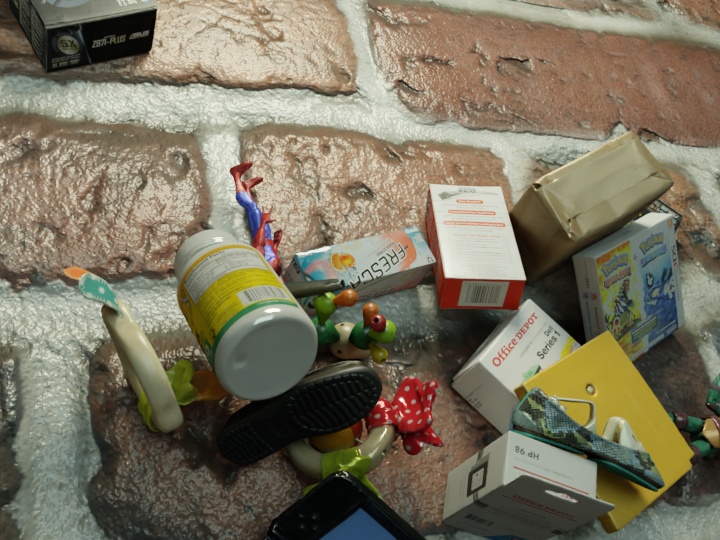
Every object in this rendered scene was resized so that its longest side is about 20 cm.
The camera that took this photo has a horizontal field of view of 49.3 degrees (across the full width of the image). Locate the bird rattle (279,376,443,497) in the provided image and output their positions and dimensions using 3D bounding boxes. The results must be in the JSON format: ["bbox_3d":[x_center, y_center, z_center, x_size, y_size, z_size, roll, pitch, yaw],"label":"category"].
[{"bbox_3d":[-0.008,0.185,0.903,0.162,0.113,0.200,23,58,31],"label":"bird rattle"}]

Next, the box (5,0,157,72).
[{"bbox_3d":[-0.411,-0.399,1.120,0.163,0.086,0.201,-22,70,-32],"label":"box"}]

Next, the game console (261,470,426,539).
[{"bbox_3d":[-0.014,0.336,0.787,0.200,0.176,0.117,43,24,-9],"label":"game console"}]

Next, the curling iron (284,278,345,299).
[{"bbox_3d":[-0.097,0.021,0.932,0.050,0.199,0.026,-45,117,-42],"label":"curling iron"}]

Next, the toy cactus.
[{"bbox_3d":[-0.033,0.086,0.945,0.165,0.199,0.103,28,53,-57],"label":"toy cactus"}]

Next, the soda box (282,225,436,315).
[{"bbox_3d":[0.000,0.000,1.050,0.199,0.068,0.064,-15,66,-31],"label":"soda box"}]

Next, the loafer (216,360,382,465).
[{"bbox_3d":[-0.070,0.145,0.874,0.071,0.199,0.073,-91,155,-62],"label":"loafer"}]

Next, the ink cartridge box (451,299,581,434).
[{"bbox_3d":[0.245,0.160,1.044,0.200,0.084,0.145,43,54,6],"label":"ink cartridge box"}]

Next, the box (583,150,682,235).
[{"bbox_3d":[0.425,-0.088,1.304,0.199,0.044,0.160,35,53,1],"label":"box"}]

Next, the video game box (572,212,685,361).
[{"bbox_3d":[0.401,0.031,1.156,0.199,0.047,0.183,-25,108,-33],"label":"video game box"}]

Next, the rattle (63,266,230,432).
[{"bbox_3d":[-0.212,0.064,0.854,0.142,0.130,0.201,-23,93,-7],"label":"rattle"}]

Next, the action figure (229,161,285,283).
[{"bbox_3d":[-0.128,-0.049,1.032,0.051,0.065,0.201,-16,63,3],"label":"action figure"}]

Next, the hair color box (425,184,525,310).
[{"bbox_3d":[0.156,-0.036,1.103,0.110,0.064,0.201,2,45,-4],"label":"hair color box"}]

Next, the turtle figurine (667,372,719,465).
[{"bbox_3d":[0.509,0.228,1.106,0.199,0.101,0.150,-7,46,-9],"label":"turtle figurine"}]

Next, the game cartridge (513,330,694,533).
[{"bbox_3d":[0.309,0.195,0.982,0.176,0.032,0.201,-23,75,-32],"label":"game cartridge"}]

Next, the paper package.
[{"bbox_3d":[0.313,-0.085,1.129,0.190,0.200,0.104,-28,77,-15],"label":"paper package"}]

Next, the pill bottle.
[{"bbox_3d":[-0.135,0.039,0.855,0.112,0.113,0.200,-10,36,-28],"label":"pill bottle"}]

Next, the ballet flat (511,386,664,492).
[{"bbox_3d":[0.271,0.190,0.901,0.199,0.074,0.075,24,53,-11],"label":"ballet flat"}]

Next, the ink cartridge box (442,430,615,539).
[{"bbox_3d":[0.188,0.249,0.892,0.115,0.200,0.067,21,54,-10],"label":"ink cartridge box"}]
